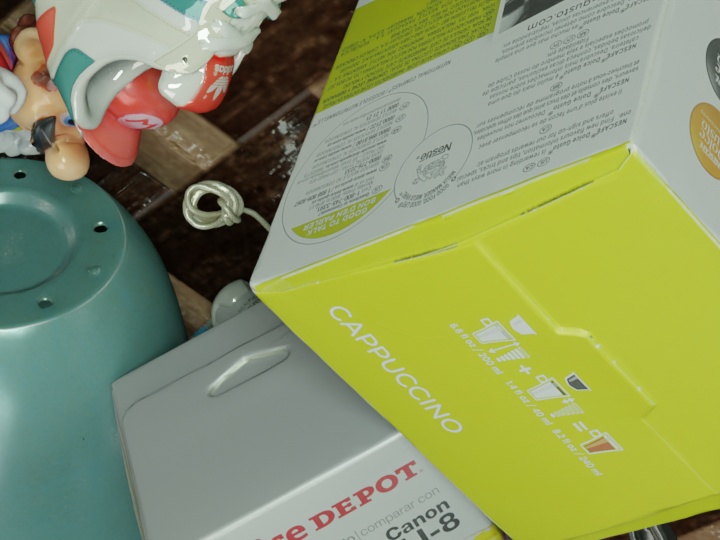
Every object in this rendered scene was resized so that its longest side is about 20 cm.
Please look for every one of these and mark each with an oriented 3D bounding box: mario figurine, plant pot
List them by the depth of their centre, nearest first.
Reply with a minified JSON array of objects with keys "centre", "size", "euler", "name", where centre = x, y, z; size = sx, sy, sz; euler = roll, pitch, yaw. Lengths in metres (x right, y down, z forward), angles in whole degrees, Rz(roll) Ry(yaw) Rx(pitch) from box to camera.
[{"centre":[-0.176,-0.074,1.088],"size":[0.199,0.124,0.106],"euler":[1,126,28],"name":"mario figurine"},{"centre":[-0.181,0.041,1.172],"size":[0.200,0.201,0.161],"euler":[12,135,9],"name":"plant pot"}]

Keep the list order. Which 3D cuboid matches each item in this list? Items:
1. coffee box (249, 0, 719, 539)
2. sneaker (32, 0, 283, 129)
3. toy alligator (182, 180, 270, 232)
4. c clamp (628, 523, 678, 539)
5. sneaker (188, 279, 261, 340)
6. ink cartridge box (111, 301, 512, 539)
[{"centre":[0.108,-0.028,0.957],"size":[0.200,0.198,0.200],"euler":[-20,128,39],"name":"coffee box"},{"centre":[-0.053,-0.119,0.973],"size":[0.199,0.094,0.070],"euler":[-16,170,24],"name":"sneaker"},{"centre":[0.000,0.000,1.157],"size":[0.199,0.059,0.054],"euler":[25,-177,-9],"name":"toy alligator"},{"centre":[0.213,0.089,1.143],"size":[0.200,0.027,0.171],"euler":[-30,111,22],"name":"c clamp"},{"centre":[-0.059,0.068,1.263],"size":[0.087,0.075,0.200],"euler":[39,148,15],"name":"sneaker"},{"centre":[-0.006,0.126,1.095],"size":[0.145,0.145,0.200],"euler":[-29,124,5],"name":"ink cartridge box"}]
